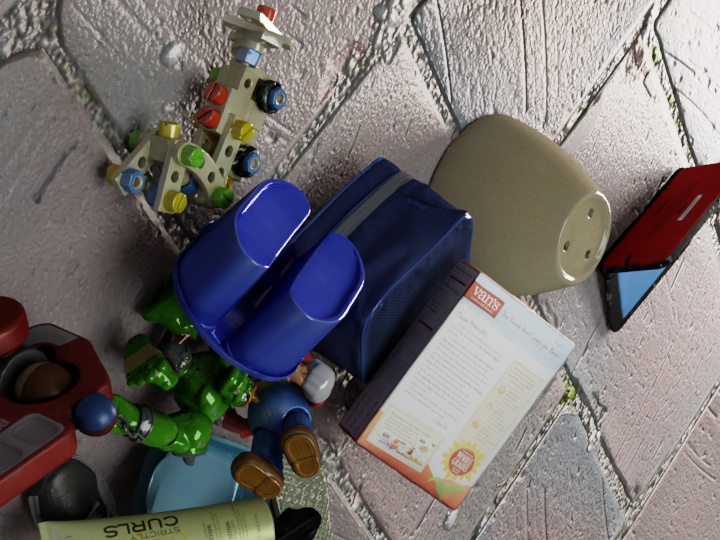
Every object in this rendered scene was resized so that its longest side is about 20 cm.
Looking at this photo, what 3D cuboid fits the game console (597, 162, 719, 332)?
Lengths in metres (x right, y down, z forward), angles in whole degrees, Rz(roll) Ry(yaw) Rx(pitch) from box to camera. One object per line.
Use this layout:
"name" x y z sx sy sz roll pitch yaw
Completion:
"game console" 0.396 -0.028 2.220 0.200 0.172 0.119 -47 112 -28

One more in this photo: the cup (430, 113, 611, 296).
"cup" 0.183 -0.054 1.902 0.200 0.143 0.201 -28 127 -43

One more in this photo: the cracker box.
"cracker box" 0.093 0.109 1.695 0.134 0.058 0.200 37 90 -24

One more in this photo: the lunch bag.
"lunch bag" 0.000 0.000 1.706 0.200 0.132 0.136 -44 156 -29

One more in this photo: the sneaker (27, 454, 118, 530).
"sneaker" -0.211 0.245 1.563 0.075 0.115 0.200 -47 139 -26

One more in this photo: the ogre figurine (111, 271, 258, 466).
"ogre figurine" -0.153 0.081 1.582 0.120 0.098 0.201 51 33 -37

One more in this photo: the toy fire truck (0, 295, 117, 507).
"toy fire truck" -0.277 0.113 1.368 0.200 0.168 0.113 -33 131 -39

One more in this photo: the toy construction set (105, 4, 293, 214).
"toy construction set" -0.125 -0.135 1.519 0.200 0.092 0.131 -58 144 3

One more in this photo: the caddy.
"caddy" -0.084 0.012 1.536 0.105 0.141 0.200 -41 -173 26

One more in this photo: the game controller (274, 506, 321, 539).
"game controller" -0.100 0.310 1.742 0.104 0.042 0.200 -39 160 -45

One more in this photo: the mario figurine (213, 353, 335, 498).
"mario figurine" -0.089 0.116 1.629 0.123 0.200 0.106 1 117 -6

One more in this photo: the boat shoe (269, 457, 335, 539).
"boat shoe" -0.064 0.257 1.808 0.075 0.062 0.201 -31 115 -34

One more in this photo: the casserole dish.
"casserole dish" -0.154 0.215 1.673 0.200 0.039 0.122 30 74 -56

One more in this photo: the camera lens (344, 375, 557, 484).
"camera lens" 0.094 0.115 1.821 0.200 0.160 0.160 -48 143 5

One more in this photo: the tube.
"tube" -0.172 0.237 1.520 0.199 0.058 0.052 -7 126 -24
